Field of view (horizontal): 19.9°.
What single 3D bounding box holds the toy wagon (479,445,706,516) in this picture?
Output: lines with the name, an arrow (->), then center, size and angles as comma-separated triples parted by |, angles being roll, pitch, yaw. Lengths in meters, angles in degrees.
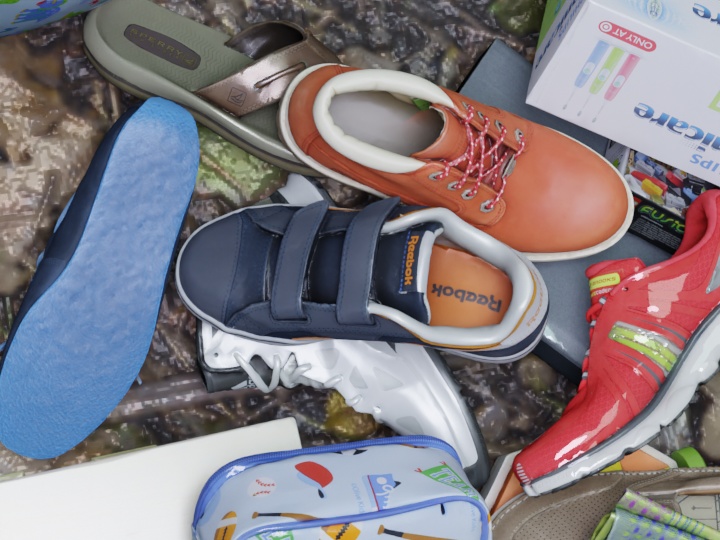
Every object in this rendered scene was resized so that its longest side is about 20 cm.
toy wagon -> 0.139, 0.189, 1.135 | 0.154, 0.040, 0.202 | -16, 83, -14

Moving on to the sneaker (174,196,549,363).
sneaker -> 0.000, 0.000, 1.056 | 0.198, 0.079, 0.079 | 6, 76, 3

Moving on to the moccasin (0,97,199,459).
moccasin -> -0.135, 0.006, 1.096 | 0.080, 0.068, 0.201 | 28, 91, -17

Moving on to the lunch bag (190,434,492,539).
lunch bag -> -0.008, 0.184, 1.046 | 0.159, 0.076, 0.202 | -7, 120, -19

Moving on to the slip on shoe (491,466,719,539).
slip on shoe -> 0.157, 0.143, 1.095 | 0.198, 0.061, 0.077 | -3, 81, -12

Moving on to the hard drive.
hard drive -> 0.119, -0.019, 1.160 | 0.199, 0.033, 0.140 | 37, 63, -4

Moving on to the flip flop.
flip flop -> -0.056, -0.111, 1.126 | 0.199, 0.058, 0.081 | 24, 41, 1

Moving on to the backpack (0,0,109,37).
backpack -> -0.186, -0.202, 1.070 | 0.199, 0.183, 0.148 | -19, 91, -20

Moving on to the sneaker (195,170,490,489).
sneaker -> -0.021, 0.057, 1.120 | 0.115, 0.076, 0.201 | -34, 80, -6

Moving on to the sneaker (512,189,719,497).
sneaker -> 0.142, 0.037, 1.088 | 0.085, 0.077, 0.200 | 46, 75, -2

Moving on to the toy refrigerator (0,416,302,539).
toy refrigerator -> -0.129, 0.128, 1.074 | 0.198, 0.076, 0.071 | -12, 83, -13

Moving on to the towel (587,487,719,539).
towel -> 0.149, 0.223, 1.085 | 0.143, 0.023, 0.201 | 25, 111, -9

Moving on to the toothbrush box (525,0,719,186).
toothbrush box -> 0.185, -0.156, 1.141 | 0.145, 0.086, 0.201 | 23, 48, -7

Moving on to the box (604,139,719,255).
box -> 0.233, -0.038, 1.172 | 0.199, 0.035, 0.111 | 26, 54, -11

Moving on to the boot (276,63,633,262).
boot -> 0.057, -0.054, 1.060 | 0.198, 0.107, 0.076 | 17, 86, -10
